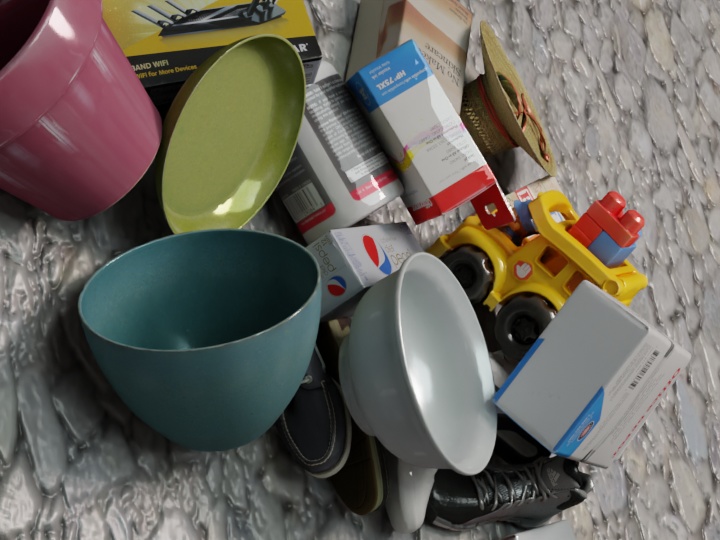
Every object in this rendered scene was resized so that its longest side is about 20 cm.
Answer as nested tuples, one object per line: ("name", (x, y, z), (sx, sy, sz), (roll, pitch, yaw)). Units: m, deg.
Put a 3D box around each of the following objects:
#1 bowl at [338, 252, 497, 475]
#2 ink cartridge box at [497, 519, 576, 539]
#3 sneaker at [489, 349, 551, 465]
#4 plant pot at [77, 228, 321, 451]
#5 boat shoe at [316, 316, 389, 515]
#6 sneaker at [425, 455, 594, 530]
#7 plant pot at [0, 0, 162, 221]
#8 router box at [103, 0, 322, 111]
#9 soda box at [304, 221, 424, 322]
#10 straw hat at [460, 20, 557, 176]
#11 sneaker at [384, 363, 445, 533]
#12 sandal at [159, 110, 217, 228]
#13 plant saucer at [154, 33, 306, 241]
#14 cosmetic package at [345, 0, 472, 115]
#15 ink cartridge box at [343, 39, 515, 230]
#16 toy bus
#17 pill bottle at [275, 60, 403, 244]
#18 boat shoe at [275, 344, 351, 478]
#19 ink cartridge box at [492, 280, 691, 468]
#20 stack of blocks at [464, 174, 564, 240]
("bowl", (0.042, 0.092, 1.525), (0.201, 0.090, 0.202), (43, 39, -48))
("ink cartridge box", (0.173, 0.355, 1.662), (0.173, 0.044, 0.201), (-5, 72, -49))
("sneaker", (0.120, 0.104, 1.748), (0.200, 0.076, 0.115), (43, 30, -23))
("plant pot", (-0.125, 0.071, 1.429), (0.200, 0.200, 0.135), (-45, 137, -49))
("boat shoe", (-0.003, 0.127, 1.589), (0.065, 0.073, 0.201), (0, 67, -40))
("sneaker", (0.153, 0.204, 1.672), (0.200, 0.115, 0.075), (7, 63, -44))
("plant pot", (-0.265, -0.142, 1.399), (0.179, 0.200, 0.200), (47, 39, -40))
("router box", (-0.153, -0.234, 1.582), (0.199, 0.052, 0.158), (-13, 68, -18))
("soda box", (0.000, 0.000, 1.621), (0.064, 0.068, 0.200), (59, 20, 9))
("straw hat", (0.141, -0.170, 1.898), (0.201, 0.085, 0.201), (58, 17, -28))
("sneaker", (0.067, 0.149, 1.615), (0.088, 0.075, 0.201), (6, 71, -12))
("sandal", (-0.154, -0.119, 1.590), (0.082, 0.055, 0.201), (-10, 76, -49))
("plant saucer", (-0.120, -0.119, 1.513), (0.031, 0.200, 0.200), (26, 32, 25))
("cosmetic package", (0.050, -0.214, 1.832), (0.103, 0.087, 0.200), (33, 47, -30))
("ink cartridge box", (0.064, -0.115, 1.669), (0.067, 0.116, 0.200), (-31, 92, -11))
("toy bus", (0.197, -0.015, 1.753), (0.200, 0.192, 0.136), (43, 22, 18))
("pill bottle", (-0.052, -0.134, 1.662), (0.111, 0.111, 0.200), (-31, 92, -50))
("boat shoe", (-0.064, 0.091, 1.537), (0.063, 0.073, 0.200), (35, 34, -58))
("ink cartridge box", (0.226, 0.103, 1.635), (0.084, 0.146, 0.200), (38, 5, 23))
("stack of blocks", (0.211, 0.004, 1.894), (0.115, 0.059, 0.200), (-25, 87, -50))
